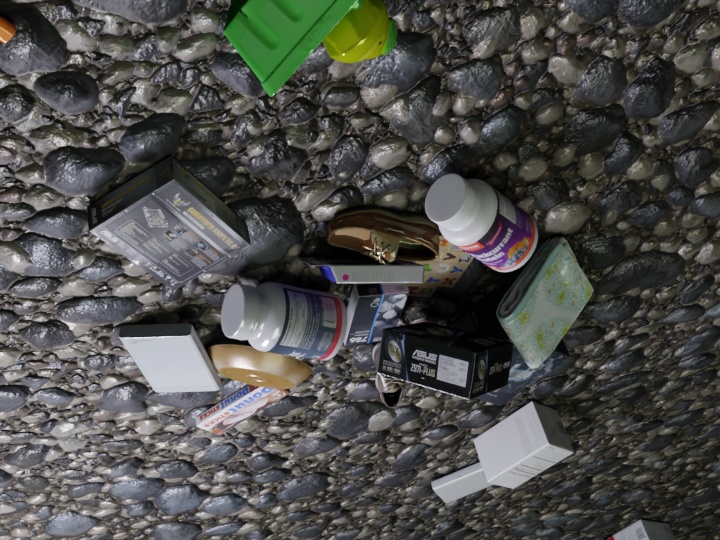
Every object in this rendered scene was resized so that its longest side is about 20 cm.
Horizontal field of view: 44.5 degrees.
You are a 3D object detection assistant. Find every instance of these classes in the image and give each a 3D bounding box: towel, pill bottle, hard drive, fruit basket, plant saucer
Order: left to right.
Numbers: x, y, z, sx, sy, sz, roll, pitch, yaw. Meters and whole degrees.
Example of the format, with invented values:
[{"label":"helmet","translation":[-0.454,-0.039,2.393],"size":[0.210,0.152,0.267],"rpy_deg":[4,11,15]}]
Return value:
[{"label":"hard drive","translation":[-0.339,0.161,1.586],"size":[0.129,0.027,0.201],"rpy_deg":[-2,144,7]},{"label":"plant saucer","translation":[-0.186,0.182,1.614],"size":[0.196,0.036,0.201],"rpy_deg":[9,160,3]},{"label":"pill bottle","translation":[-0.133,0.084,1.515],"size":[0.197,0.121,0.120],"rpy_deg":[12,135,-33]},{"label":"fruit basket","translation":[-0.035,-0.302,1.049],"size":[0.211,0.157,0.218],"rpy_deg":[0,131,0]},{"label":"hard drive","translation":[0.301,0.563,2.374],"size":[0.197,0.027,0.132],"rpy_deg":[-25,143,9]},{"label":"pill bottle","translation":[0.196,-0.081,1.441],"size":[0.111,0.113,0.199],"rpy_deg":[-37,139,25]},{"label":"towel","translation":[0.345,0.060,1.635],"size":[0.201,0.048,0.172],"rpy_deg":[-50,128,-13]}]

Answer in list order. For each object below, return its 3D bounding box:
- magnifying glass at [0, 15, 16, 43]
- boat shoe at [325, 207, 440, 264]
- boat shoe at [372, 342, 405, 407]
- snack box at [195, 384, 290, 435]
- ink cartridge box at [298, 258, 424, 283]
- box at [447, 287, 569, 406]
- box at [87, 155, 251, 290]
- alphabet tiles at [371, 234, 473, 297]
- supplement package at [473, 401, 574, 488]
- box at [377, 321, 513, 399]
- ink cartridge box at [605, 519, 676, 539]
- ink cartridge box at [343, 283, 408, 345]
[{"label":"magnifying glass","translation":[-0.465,-0.312,0.953],"size":[0.079,0.023,0.199],"rpy_deg":[-34,141,21]},{"label":"boat shoe","translation":[0.043,-0.052,1.445],"size":[0.196,0.075,0.076],"rpy_deg":[1,140,-17]},{"label":"boat shoe","translation":[0.068,0.213,1.800],"size":[0.073,0.074,0.201],"rpy_deg":[-14,144,-4]},{"label":"snack box","translation":[-0.240,0.275,1.799],"size":[0.198,0.025,0.072],"rpy_deg":[-33,140,20]},{"label":"ink cartridge box","translation":[0.000,0.000,1.480],"size":[0.196,0.095,0.038],"rpy_deg":[3,96,-18]},{"label":"box","translation":[0.278,0.160,1.781],"size":[0.195,0.119,0.200],"rpy_deg":[22,128,-40]},{"label":"box","translation":[-0.284,-0.065,1.322],"size":[0.157,0.049,0.200],"rpy_deg":[-29,142,14]},{"label":"alphabet tiles","translation":[0.106,-0.009,1.586],"size":[0.197,0.006,0.167],"rpy_deg":[5,138,-27]},{"label":"supplement package","translation":[0.401,0.434,2.179],"size":[0.119,0.123,0.199],"rpy_deg":[23,129,-42]},{"label":"box","translation":[0.157,0.161,1.628],"size":[0.197,0.088,0.163],"rpy_deg":[12,-171,34]},{"label":"ink cartridge box","translation":[1.001,0.972,3.147],"size":[0.198,0.085,0.175],"rpy_deg":[18,132,-39]},{"label":"ink cartridge box","translation":[0.022,0.089,1.646],"size":[0.098,0.040,0.201],"rpy_deg":[-6,145,-15]}]
